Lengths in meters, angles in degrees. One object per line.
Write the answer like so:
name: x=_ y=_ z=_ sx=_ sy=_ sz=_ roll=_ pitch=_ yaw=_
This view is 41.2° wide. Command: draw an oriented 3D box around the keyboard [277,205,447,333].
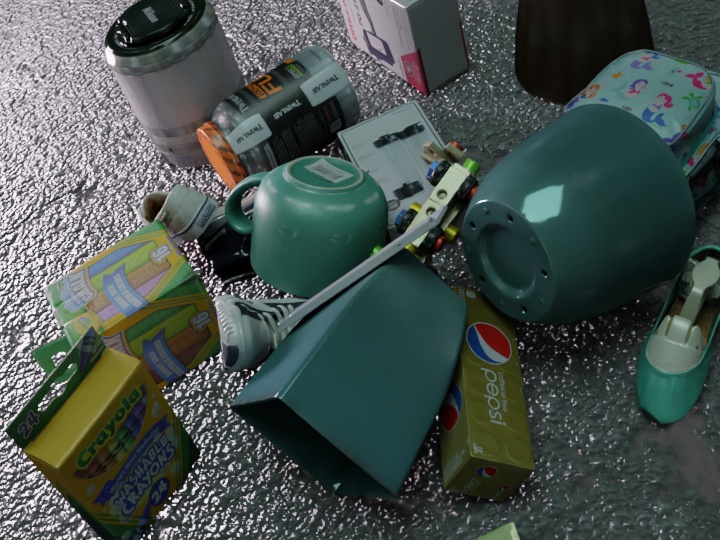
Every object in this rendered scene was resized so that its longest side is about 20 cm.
keyboard: x=0.000 y=0.000 z=0.915 sx=0.199 sy=0.011 sz=0.056 roll=-34 pitch=2 yaw=24

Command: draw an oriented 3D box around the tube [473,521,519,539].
tube: x=0.054 y=0.285 z=0.830 sx=0.197 sy=0.059 sz=0.052 roll=-19 pitch=3 yaw=-3

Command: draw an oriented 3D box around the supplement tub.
supplement tub: x=-0.109 y=-0.197 z=1.264 sx=0.199 sy=0.123 sz=0.122 roll=-35 pitch=48 yaw=-14

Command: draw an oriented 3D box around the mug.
mug: x=-0.060 y=-0.058 z=1.060 sx=0.182 sy=0.116 sz=0.153 roll=3 pitch=30 yaw=-8

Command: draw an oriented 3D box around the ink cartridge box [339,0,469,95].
ink cartridge box: x=0.052 y=-0.360 z=1.340 sx=0.084 sy=0.146 sz=0.200 roll=-34 pitch=47 yaw=-13

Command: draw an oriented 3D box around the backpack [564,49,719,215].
backpack: x=0.327 y=-0.153 z=1.067 sx=0.199 sy=0.152 sz=0.177 roll=-39 pitch=47 yaw=-24

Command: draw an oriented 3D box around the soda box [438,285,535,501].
soda box: x=0.115 y=0.116 z=0.930 sx=0.067 sy=0.064 sz=0.202 roll=14 pitch=46 yaw=-15

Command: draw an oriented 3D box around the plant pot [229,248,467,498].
plant pot: x=0.003 y=0.087 z=0.909 sx=0.201 sy=0.141 sz=0.141 roll=-56 pitch=14 yaw=-24

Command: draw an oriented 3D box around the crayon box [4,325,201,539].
crayon box: x=-0.240 y=0.168 z=0.925 sx=0.051 sy=0.201 sz=0.126 roll=16 pitch=55 yaw=30

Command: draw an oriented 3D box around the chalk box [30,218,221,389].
chalk box: x=-0.269 y=0.064 z=1.084 sx=0.199 sy=0.125 sz=0.124 roll=-34 pitch=47 yaw=-11

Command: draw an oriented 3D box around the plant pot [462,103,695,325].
plant pot: x=0.197 y=-0.041 z=0.939 sx=0.160 sy=0.203 sz=0.200 roll=-27 pitch=44 yaw=-29

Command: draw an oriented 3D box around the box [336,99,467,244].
box: x=0.057 y=-0.114 z=1.177 sx=0.115 sy=0.061 sz=0.201 roll=-24 pitch=46 yaw=-3

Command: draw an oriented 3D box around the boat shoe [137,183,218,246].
boat shoe: x=-0.235 y=-0.069 z=1.164 sx=0.072 sy=0.069 sz=0.199 roll=-60 pitch=19 yaw=-14

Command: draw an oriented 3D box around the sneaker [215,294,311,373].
sneaker: x=-0.081 y=0.063 z=1.003 sx=0.127 sy=0.199 sz=0.081 roll=-7 pitch=81 yaw=-4

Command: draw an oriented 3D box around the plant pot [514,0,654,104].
plant pot: x=0.276 y=-0.351 z=1.219 sx=0.184 sy=0.201 sz=0.189 roll=-10 pitch=46 yaw=11

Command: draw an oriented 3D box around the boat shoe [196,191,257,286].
boat shoe: x=-0.105 y=-0.054 z=1.178 sx=0.198 sy=0.075 sz=0.093 roll=-27 pitch=52 yaw=4

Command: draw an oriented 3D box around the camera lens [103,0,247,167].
camera lens: x=-0.245 y=-0.265 z=1.313 sx=0.157 sy=0.201 sz=0.161 roll=-12 pitch=44 yaw=12

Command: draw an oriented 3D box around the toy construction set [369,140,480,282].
toy construction set: x=0.077 y=-0.051 z=1.024 sx=0.091 sy=0.131 sz=0.203 roll=18 pitch=79 yaw=13

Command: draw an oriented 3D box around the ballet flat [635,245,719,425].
ballet flat: x=0.315 y=0.052 z=0.932 sx=0.067 sy=0.071 sz=0.201 roll=14 pitch=55 yaw=28
